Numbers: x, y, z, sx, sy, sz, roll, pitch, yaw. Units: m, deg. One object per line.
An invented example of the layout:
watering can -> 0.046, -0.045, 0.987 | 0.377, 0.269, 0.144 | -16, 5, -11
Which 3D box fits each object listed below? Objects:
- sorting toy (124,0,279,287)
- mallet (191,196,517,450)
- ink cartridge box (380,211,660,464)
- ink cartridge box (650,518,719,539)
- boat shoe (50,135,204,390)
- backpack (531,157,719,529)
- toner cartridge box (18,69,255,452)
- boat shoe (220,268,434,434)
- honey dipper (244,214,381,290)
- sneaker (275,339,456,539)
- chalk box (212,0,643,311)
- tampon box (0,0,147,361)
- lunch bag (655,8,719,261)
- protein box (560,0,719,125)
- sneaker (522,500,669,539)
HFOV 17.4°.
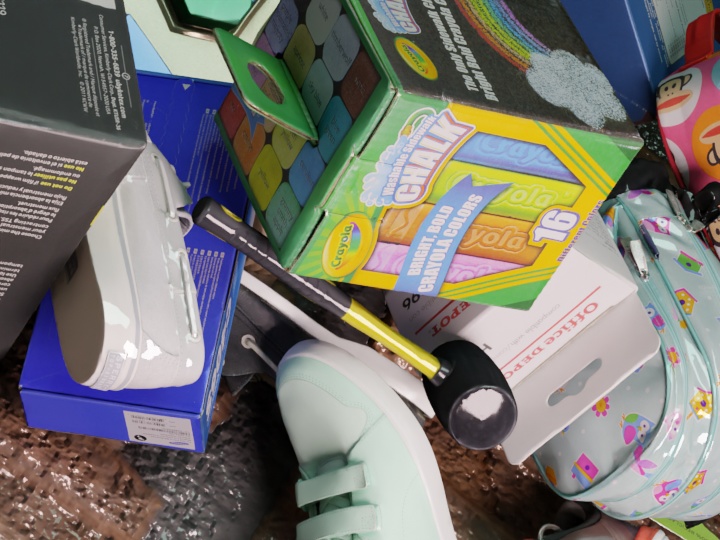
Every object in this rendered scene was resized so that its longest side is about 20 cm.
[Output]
sorting toy -> -0.081, -0.109, 1.337 | 0.200, 0.036, 0.185 | 43, 63, -17
mallet -> -0.004, 0.019, 1.202 | 0.200, 0.041, 0.066 | 36, 9, -14
ink cartridge box -> 0.073, -0.006, 1.301 | 0.068, 0.116, 0.200 | 31, 26, -42
ink cartridge box -> 0.264, 0.101, 1.467 | 0.148, 0.076, 0.200 | 32, 39, -10
boat shoe -> -0.115, -0.027, 1.169 | 0.068, 0.072, 0.200 | 9, 44, -29
backpack -> 0.151, 0.052, 1.342 | 0.126, 0.167, 0.200 | 6, 46, -36
toner cartridge box -> -0.108, -0.009, 1.218 | 0.095, 0.043, 0.201 | 9, 59, 3
boat shoe -> -0.052, 0.043, 1.276 | 0.200, 0.076, 0.060 | 31, 83, 2
honey dipper -> 0.000, 0.000, 1.356 | 0.200, 0.038, 0.038 | 17, 43, -47
sneaker -> -0.015, 0.138, 1.186 | 0.118, 0.074, 0.201 | -21, 84, -41
chalk box -> 0.014, -0.074, 1.176 | 0.199, 0.124, 0.125 | 10, 38, -32
tampon box -> -0.209, -0.064, 1.144 | 0.126, 0.200, 0.150 | 11, 49, -30
lunch bag -> 0.255, -0.081, 1.466 | 0.200, 0.082, 0.177 | -29, 94, -61
protein box -> 0.140, -0.204, 1.524 | 0.200, 0.134, 0.199 | -38, 113, -58
sneaker -> 0.100, 0.189, 1.272 | 0.082, 0.077, 0.200 | 31, 30, 10
